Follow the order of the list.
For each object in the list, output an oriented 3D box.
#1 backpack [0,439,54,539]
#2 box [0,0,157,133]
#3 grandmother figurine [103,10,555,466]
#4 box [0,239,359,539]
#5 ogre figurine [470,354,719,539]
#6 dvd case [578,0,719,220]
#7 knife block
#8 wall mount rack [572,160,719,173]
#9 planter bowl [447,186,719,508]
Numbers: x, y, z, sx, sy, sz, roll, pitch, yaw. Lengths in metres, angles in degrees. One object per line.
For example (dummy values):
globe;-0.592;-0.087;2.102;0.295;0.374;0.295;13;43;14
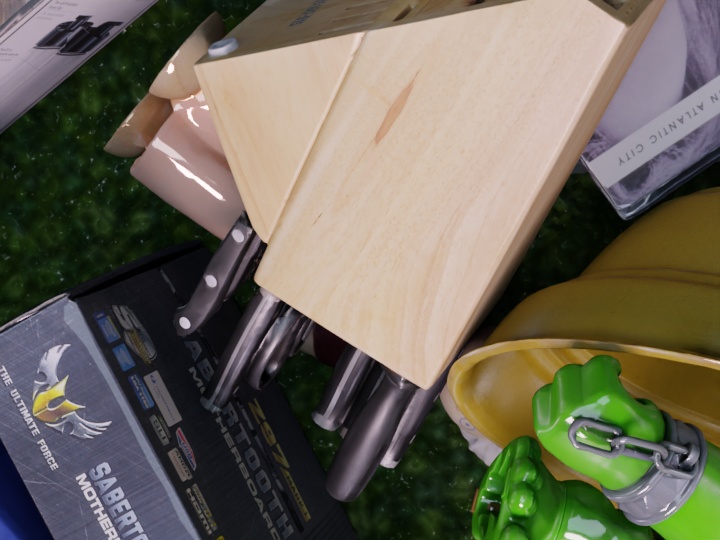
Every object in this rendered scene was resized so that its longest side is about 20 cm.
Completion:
backpack;-0.169;0.130;0.812;0.167;0.200;0.163;-36;84;3
box;-0.156;-0.081;0.827;0.200;0.117;0.060;-38;86;14
grandmother figurine;0.000;0.000;0.823;0.200;0.061;0.121;40;147;-4
box;-0.050;0.094;0.804;0.051;0.158;0.201;-27;90;13
ogre figurine;0.086;0.112;0.718;0.119;0.098;0.201;14;114;-5
dvd case;0.094;-0.134;0.766;0.148;0.016;0.201;-33;66;-2
knife block;0.027;-0.008;0.729;0.199;0.064;0.177;-8;115;32
wall mount rack;0.105;-0.107;0.798;0.198;0.075;0.175;-5;65;10
planter bowl;0.134;0.029;0.741;0.199;0.201;0.084;16;71;9
